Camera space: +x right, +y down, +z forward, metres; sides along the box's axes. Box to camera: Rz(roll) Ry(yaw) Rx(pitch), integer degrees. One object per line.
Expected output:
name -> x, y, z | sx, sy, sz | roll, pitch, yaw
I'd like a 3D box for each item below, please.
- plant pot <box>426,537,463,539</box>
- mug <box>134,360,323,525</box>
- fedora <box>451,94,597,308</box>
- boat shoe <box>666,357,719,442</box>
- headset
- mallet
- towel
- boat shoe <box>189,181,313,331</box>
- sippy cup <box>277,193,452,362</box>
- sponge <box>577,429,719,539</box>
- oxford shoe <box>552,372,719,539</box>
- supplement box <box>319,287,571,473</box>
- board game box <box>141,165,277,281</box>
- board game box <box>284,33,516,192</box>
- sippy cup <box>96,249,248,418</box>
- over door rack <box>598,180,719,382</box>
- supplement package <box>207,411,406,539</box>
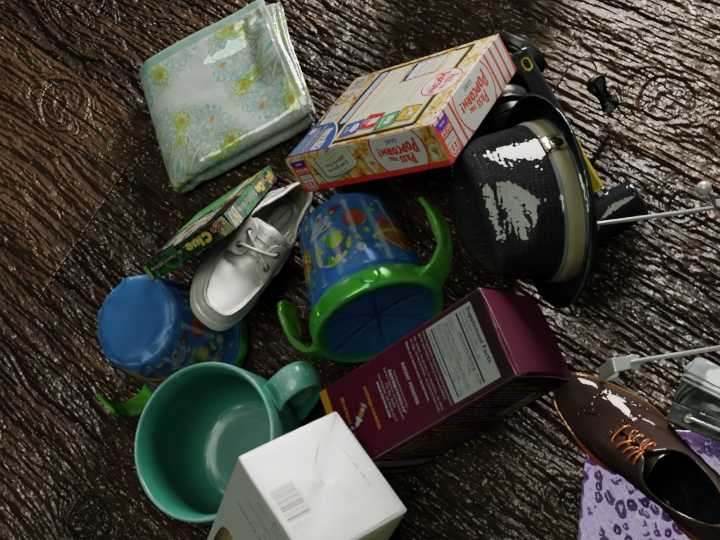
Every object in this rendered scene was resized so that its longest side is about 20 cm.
plant pot -> 0.047, 0.319, 0.789 | 0.184, 0.200, 0.190 | -6, 72, 19
mug -> -0.118, 0.176, 0.943 | 0.182, 0.114, 0.155 | -5, 72, 19
fedora -> 0.138, -0.059, 0.870 | 0.090, 0.201, 0.204 | -8, 69, -11
boat shoe -> 0.347, 0.147, 0.770 | 0.199, 0.072, 0.072 | 30, 93, 30
headset -> 0.161, -0.180, 0.979 | 0.198, 0.094, 0.126 | 1, 73, 37
mallet -> 0.211, -0.127, 0.907 | 0.065, 0.041, 0.203 | -23, 94, 10
towel -> -0.158, -0.209, 1.111 | 0.198, 0.048, 0.173 | -25, 66, 13
boat shoe -> -0.107, -0.026, 0.971 | 0.069, 0.071, 0.201 | -36, 20, 47
sippy cup -> 0.000, 0.000, 0.941 | 0.175, 0.141, 0.132 | -15, 56, -9
sponge -> 0.293, 0.198, 0.824 | 0.197, 0.030, 0.113 | 1, 74, 23
oxford shoe -> 0.241, 0.149, 0.801 | 0.199, 0.073, 0.071 | 39, 88, 33
supplement box -> 0.075, 0.105, 0.862 | 0.199, 0.110, 0.087 | -36, 64, 28
board game box -> -0.151, -0.053, 0.988 | 0.104, 0.200, 0.024 | -33, 102, 17
board game box -> 0.038, -0.154, 0.941 | 0.198, 0.047, 0.152 | -5, 39, 45
sippy cup -> -0.206, 0.067, 1.001 | 0.137, 0.130, 0.181 | -1, 74, 21
over door rack -> 0.293, 0.005, 0.840 | 0.197, 0.067, 0.150 | -12, 69, 1
supplement package -> -0.059, 0.244, 0.846 | 0.114, 0.109, 0.201 | 50, 138, 26
